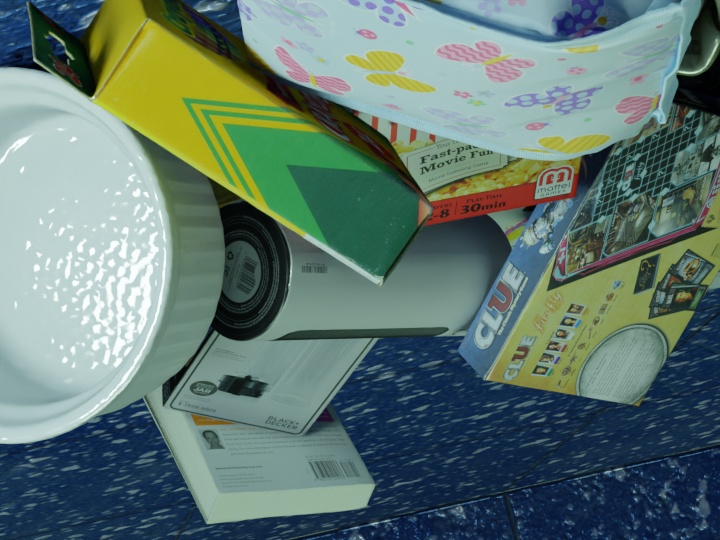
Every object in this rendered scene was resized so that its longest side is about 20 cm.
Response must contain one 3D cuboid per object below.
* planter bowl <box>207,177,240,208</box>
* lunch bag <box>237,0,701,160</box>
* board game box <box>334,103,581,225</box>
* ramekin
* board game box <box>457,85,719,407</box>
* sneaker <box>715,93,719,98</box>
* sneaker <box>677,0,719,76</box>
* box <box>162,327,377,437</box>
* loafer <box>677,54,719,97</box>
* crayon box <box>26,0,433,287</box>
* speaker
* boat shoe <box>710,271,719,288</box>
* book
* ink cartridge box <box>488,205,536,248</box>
[{"bbox_3d":[-0.060,-0.060,1.478,0.200,0.084,0.200,-13,167,-3],"label":"planter bowl"},{"bbox_3d":[0.052,-0.133,1.094,0.200,0.127,0.170,20,168,7],"label":"lunch bag"},{"bbox_3d":[0.049,-0.109,1.308,0.151,0.046,0.200,-12,140,-13],"label":"board game box"},{"bbox_3d":[-0.172,-0.009,1.346,0.200,0.201,0.098,-20,174,22],"label":"ramekin"},{"bbox_3d":[0.160,-0.016,1.470,0.135,0.035,0.200,12,115,-39],"label":"board game box"},{"bbox_3d":[0.196,-0.076,1.518,0.078,0.070,0.200,17,-123,45],"label":"sneaker"},{"bbox_3d":[0.168,-0.145,1.353,0.067,0.090,0.200,-17,167,9],"label":"sneaker"},{"bbox_3d":[-0.053,0.032,1.736,0.117,0.060,0.200,13,140,-20],"label":"box"},{"bbox_3d":[0.173,-0.129,1.477,0.200,0.070,0.068,-27,-163,-12],"label":"loafer"},{"bbox_3d":[-0.066,-0.080,1.193,0.051,0.200,0.127,-55,-161,10],"label":"crayon box"},{"bbox_3d":[0.000,0.000,1.436,0.081,0.081,0.200,-26,163,39],"label":"speaker"},{"bbox_3d":[0.190,-0.023,1.606,0.200,0.072,0.062,-8,140,-42],"label":"boat shoe"},{"bbox_3d":[-0.087,0.100,1.840,0.134,0.200,0.048,-1,132,-30],"label":"book"},{"bbox_3d":[0.103,-0.073,1.597,0.200,0.083,0.146,-1,160,-42],"label":"ink cartridge box"}]
